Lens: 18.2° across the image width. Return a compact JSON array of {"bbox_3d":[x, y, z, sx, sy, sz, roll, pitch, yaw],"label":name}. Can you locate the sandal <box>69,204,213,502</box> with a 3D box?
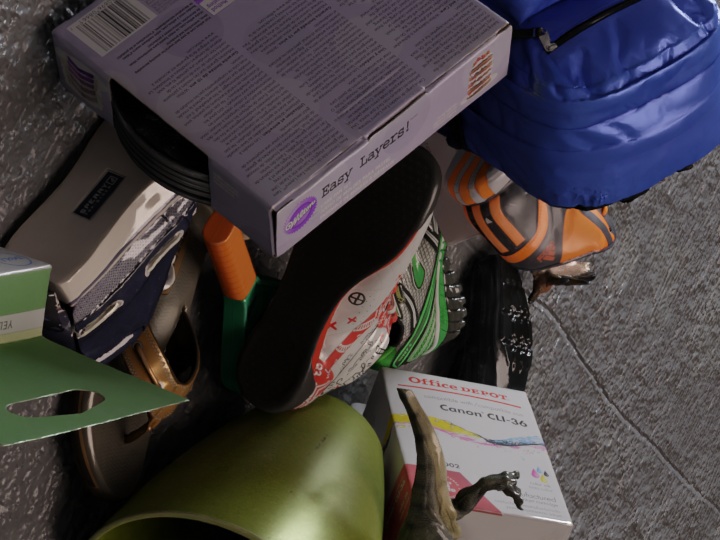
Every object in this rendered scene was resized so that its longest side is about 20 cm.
[{"bbox_3d":[-0.123,0.047,1.380,0.082,0.055,0.200,34,75,-59],"label":"sandal"}]

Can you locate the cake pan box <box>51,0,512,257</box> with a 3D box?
[{"bbox_3d":[-0.046,-0.121,1.264,0.200,0.184,0.052,-41,152,-25],"label":"cake pan box"}]

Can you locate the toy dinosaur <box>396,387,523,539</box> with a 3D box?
[{"bbox_3d":[0.059,0.166,1.439,0.047,0.088,0.200,-101,-166,-61],"label":"toy dinosaur"}]

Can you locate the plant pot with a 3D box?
[{"bbox_3d":[-0.059,0.171,1.448,0.200,0.187,0.187,-57,148,-52],"label":"plant pot"}]

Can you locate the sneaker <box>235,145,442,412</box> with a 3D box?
[{"bbox_3d":[-0.001,0.000,1.450,0.201,0.067,0.108,-58,164,16],"label":"sneaker"}]

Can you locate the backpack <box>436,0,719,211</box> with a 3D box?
[{"bbox_3d":[0.118,-0.140,1.357,0.162,0.200,0.168,-30,138,-14],"label":"backpack"}]

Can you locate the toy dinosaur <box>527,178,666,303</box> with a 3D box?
[{"bbox_3d":[0.143,-0.057,1.725,0.136,0.086,0.200,-56,135,-7],"label":"toy dinosaur"}]

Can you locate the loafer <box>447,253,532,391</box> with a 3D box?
[{"bbox_3d":[0.093,0.087,1.739,0.068,0.070,0.201,14,75,-62],"label":"loafer"}]

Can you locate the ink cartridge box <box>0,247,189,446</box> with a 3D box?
[{"bbox_3d":[-0.201,0.025,1.104,0.145,0.200,0.048,-11,114,-57],"label":"ink cartridge box"}]

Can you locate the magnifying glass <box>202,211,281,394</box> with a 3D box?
[{"bbox_3d":[-0.073,0.019,1.438,0.080,0.022,0.200,-63,160,-22],"label":"magnifying glass"}]

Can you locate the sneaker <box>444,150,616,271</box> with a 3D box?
[{"bbox_3d":[0.134,-0.077,1.500,0.112,0.078,0.200,53,55,-25],"label":"sneaker"}]

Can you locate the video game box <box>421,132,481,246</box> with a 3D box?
[{"bbox_3d":[0.083,-0.139,1.547,0.182,0.047,0.200,-30,98,-47],"label":"video game box"}]

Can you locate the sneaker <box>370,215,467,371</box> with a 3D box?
[{"bbox_3d":[0.020,-0.014,1.563,0.085,0.078,0.200,-36,129,-33],"label":"sneaker"}]

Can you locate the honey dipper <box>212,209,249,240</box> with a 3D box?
[{"bbox_3d":[-0.090,-0.109,1.378,0.038,0.038,0.200,-44,137,-40],"label":"honey dipper"}]

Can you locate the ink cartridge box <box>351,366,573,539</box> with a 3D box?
[{"bbox_3d":[0.065,0.133,1.565,0.200,0.116,0.068,-106,-149,-58],"label":"ink cartridge box"}]

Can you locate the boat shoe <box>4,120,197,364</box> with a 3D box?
[{"bbox_3d":[-0.130,-0.031,1.328,0.200,0.075,0.093,-47,147,-25],"label":"boat shoe"}]
